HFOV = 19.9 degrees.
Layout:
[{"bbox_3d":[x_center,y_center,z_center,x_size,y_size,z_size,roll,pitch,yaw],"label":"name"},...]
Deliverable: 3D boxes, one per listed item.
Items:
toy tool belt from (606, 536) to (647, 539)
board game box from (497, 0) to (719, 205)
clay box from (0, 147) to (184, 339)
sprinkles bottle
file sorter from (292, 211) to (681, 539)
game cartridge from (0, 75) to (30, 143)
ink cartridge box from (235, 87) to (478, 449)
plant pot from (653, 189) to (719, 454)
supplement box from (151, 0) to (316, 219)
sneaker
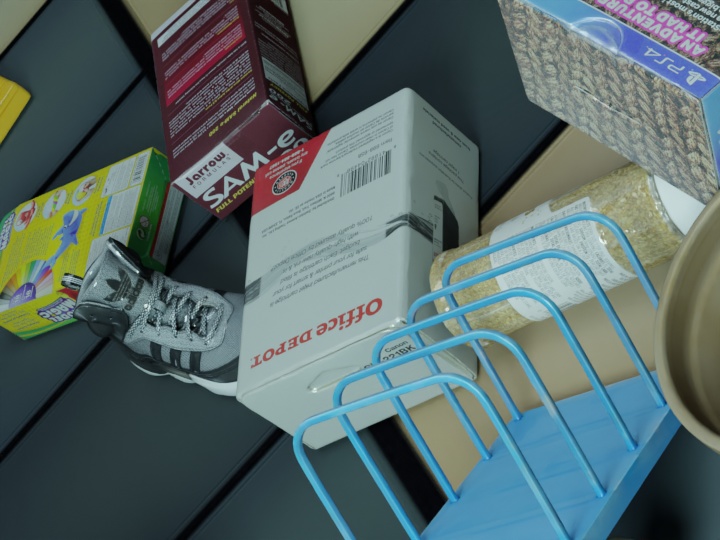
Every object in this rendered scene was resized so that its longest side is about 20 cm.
[{"bbox_3d":[0.075,0.224,1.063,0.123,0.125,0.200,6,67,41],"label":"toy tool belt"},{"bbox_3d":[0.208,-0.157,1.166,0.200,0.097,0.159,-41,50,-15],"label":"board game box"},{"bbox_3d":[-0.233,-0.017,1.680,0.200,0.048,0.115,-19,48,40],"label":"clay box"},{"bbox_3d":[0.136,-0.017,1.239,0.200,0.068,0.068,-27,43,33],"label":"sprinkles bottle"},{"bbox_3d":[0.076,0.074,1.115,0.139,0.123,0.200,-22,15,37],"label":"file sorter"},{"bbox_3d":[-0.415,-0.125,1.993,0.176,0.032,0.200,-58,34,-5],"label":"game cartridge"},{"bbox_3d":[0.000,0.000,1.368,0.144,0.084,0.200,-26,43,32],"label":"ink cartridge box"},{"bbox_3d":[0.256,0.025,1.046,0.201,0.093,0.201,-29,42,30],"label":"plant pot"},{"bbox_3d":[-0.103,-0.147,1.628,0.109,0.061,0.200,-38,37,22],"label":"supplement box"},{"bbox_3d":[-0.137,0.032,1.473,0.200,0.114,0.076,2,63,50],"label":"sneaker"}]
